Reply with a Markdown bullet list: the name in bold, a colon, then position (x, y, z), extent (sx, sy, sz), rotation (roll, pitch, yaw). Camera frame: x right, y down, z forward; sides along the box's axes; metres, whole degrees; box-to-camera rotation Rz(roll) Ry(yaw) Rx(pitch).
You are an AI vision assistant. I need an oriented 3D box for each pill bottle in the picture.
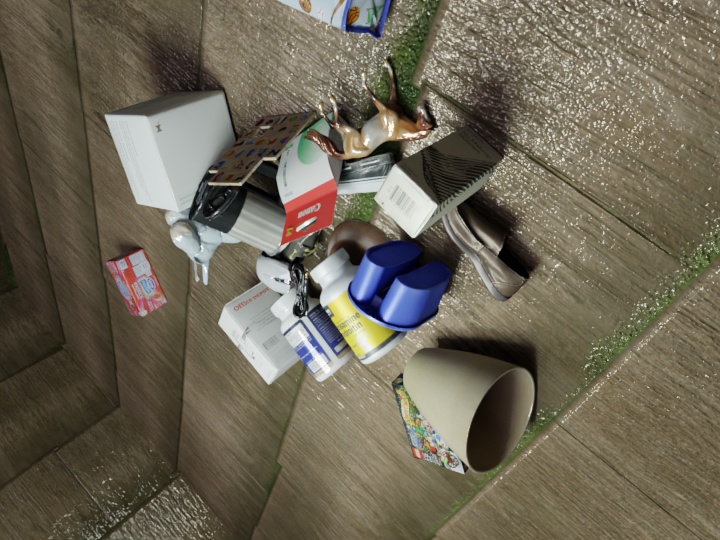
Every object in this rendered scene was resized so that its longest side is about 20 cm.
- **pill bottle**: position (-0.007, 0.064, 0.971), extent (0.202, 0.112, 0.112), rotation (54, 139, 0)
- **pill bottle**: position (-0.109, 0.137, 1.164), extent (0.201, 0.115, 0.116), rotation (53, 139, 3)

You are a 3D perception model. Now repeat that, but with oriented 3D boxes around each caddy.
- **caddy**: position (0.066, 0.031, 0.881), extent (0.140, 0.199, 0.106), rotation (36, 119, 23)

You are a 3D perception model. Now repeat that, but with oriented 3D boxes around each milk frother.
- **milk frother**: position (-0.220, -0.111, 1.009), extent (0.186, 0.202, 0.181), rotation (23, 124, -27)

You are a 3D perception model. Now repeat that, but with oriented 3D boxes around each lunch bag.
- **lunch bag**: position (-0.031, -0.456, 0.710), extent (0.169, 0.123, 0.203), rotation (34, 121, 22)

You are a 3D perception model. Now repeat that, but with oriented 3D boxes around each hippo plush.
- **hippo plush**: position (-0.336, -0.099, 1.175), extent (0.159, 0.158, 0.204), rotation (104, 143, -83)

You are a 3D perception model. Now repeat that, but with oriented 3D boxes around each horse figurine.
- **horse figurine**: position (0.009, -0.237, 0.830), extent (0.197, 0.050, 0.134), rotation (-27, 103, 18)

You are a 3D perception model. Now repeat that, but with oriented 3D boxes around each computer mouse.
- **computer mouse**: position (-0.176, 0.016, 1.099), extent (0.198, 0.043, 0.112), rotation (26, 121, 44)

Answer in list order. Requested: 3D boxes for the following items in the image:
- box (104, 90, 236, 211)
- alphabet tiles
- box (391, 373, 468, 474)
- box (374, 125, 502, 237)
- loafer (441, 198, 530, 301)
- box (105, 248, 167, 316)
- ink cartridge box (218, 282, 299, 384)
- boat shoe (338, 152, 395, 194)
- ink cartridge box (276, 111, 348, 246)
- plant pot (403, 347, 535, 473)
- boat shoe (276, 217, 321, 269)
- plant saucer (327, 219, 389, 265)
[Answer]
- **box**: position (-0.389, -0.262, 1.108), extent (0.169, 0.198, 0.204), rotation (12, 125, 37)
- **alphabet tiles**: position (-0.192, -0.226, 0.953), extent (0.165, 0.202, 0.008), rotation (8, 144, 39)
- **box**: position (0.151, 0.325, 1.098), extent (0.135, 0.038, 0.204), rotation (1, 116, 43)
- **box**: position (0.113, -0.129, 0.719), extent (0.082, 0.199, 0.069), rotation (44, 137, 9)
- **loafer**: position (0.197, -0.051, 0.799), extent (0.070, 0.073, 0.201), rotation (-30, 100, 40)
- **box**: position (-0.739, 0.040, 1.705), extent (0.094, 0.099, 0.204), rotation (1, 116, 42)
- **ink cartridge box**: position (-0.225, 0.146, 1.256), extent (0.200, 0.146, 0.083), rotation (47, 138, 10)
- **boat shoe**: position (-0.011, -0.174, 0.918), extent (0.197, 0.071, 0.073), rotation (2, 102, 37)
- **ink cartridge box**: position (-0.098, -0.160, 0.920), extent (0.050, 0.204, 0.159), rotation (27, 152, -34)
- **plant pot**: position (0.175, 0.219, 0.925), extent (0.199, 0.185, 0.191), rotation (25, 132, 47)
- **boat shoe**: position (-0.119, -0.057, 1.084), extent (0.061, 0.071, 0.201), rotation (55, 147, 1)
- **plant saucer**: position (0.000, 0.000, 1.034), extent (0.198, 0.036, 0.204), rotation (23, 129, 31)
